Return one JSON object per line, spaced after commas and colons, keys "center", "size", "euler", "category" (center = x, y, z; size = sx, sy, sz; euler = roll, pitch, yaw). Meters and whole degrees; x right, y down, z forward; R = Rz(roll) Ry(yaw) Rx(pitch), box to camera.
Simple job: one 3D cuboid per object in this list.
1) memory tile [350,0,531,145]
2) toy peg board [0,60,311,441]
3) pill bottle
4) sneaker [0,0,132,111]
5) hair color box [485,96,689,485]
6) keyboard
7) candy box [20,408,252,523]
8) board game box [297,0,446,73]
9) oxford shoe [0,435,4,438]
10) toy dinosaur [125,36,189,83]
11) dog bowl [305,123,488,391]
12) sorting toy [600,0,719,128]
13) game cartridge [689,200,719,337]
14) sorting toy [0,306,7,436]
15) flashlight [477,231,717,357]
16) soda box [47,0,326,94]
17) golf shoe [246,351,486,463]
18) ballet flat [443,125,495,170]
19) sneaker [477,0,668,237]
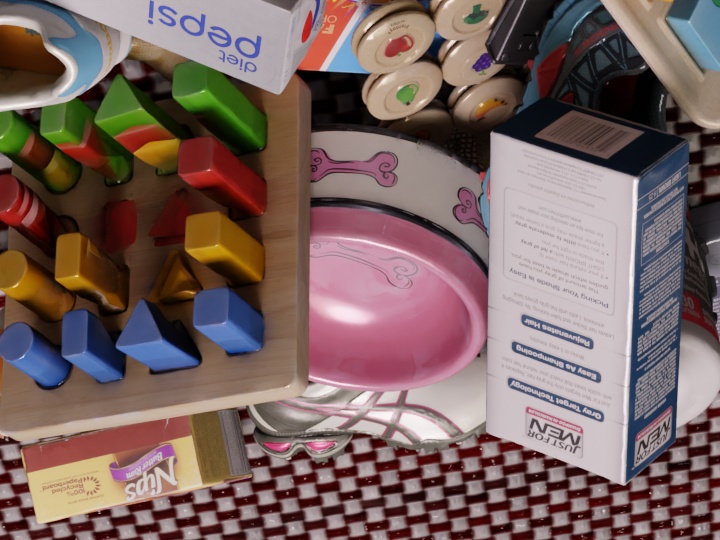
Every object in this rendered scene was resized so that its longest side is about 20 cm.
{"center": [0.093, -0.138, 1.693], "size": [0.199, 0.017, 0.154], "euler": [-25, 149, -7], "category": "memory tile"}
{"center": [-0.139, -0.022, 1.664], "size": [0.199, 0.200, 0.098], "euler": [-10, 154, 23], "category": "toy peg board"}
{"center": [0.157, -0.004, 1.780], "size": [0.110, 0.201, 0.111], "euler": [-5, 143, -4], "category": "pill bottle"}
{"center": [-0.234, -0.130, 1.611], "size": [0.199, 0.081, 0.077], "euler": [-2, 114, 20], "category": "sneaker"}
{"center": [0.128, 0.011, 1.623], "size": [0.100, 0.060, 0.201], "euler": [20, 125, 32], "category": "hair color box"}
{"center": [0.159, -0.141, 1.706], "size": [0.199, 0.021, 0.128], "euler": [-4, 135, -33], "category": "keyboard"}
{"center": [-0.149, 0.130, 1.930], "size": [0.116, 0.057, 0.200], "euler": [-13, 175, 6], "category": "candy box"}
{"center": [0.012, -0.196, 1.641], "size": [0.152, 0.041, 0.201], "euler": [2, 141, -13], "category": "board game box"}
{"center": [-0.256, 0.100, 1.936], "size": [0.199, 0.074, 0.071], "euler": [-8, 142, 0], "category": "oxford shoe"}
{"center": [-0.131, -0.140, 1.672], "size": [0.100, 0.058, 0.200], "euler": [-13, 142, 4], "category": "toy dinosaur"}
{"center": [0.000, 0.000, 1.753], "size": [0.199, 0.074, 0.201], "euler": [8, 145, 5], "category": "dog bowl"}
{"center": [0.195, -0.203, 1.571], "size": [0.036, 0.186, 0.200], "euler": [13, 159, 43], "category": "sorting toy"}
{"center": [0.266, 0.001, 1.942], "size": [0.199, 0.041, 0.133], "euler": [-15, 145, 8], "category": "game cartridge"}
{"center": [-0.147, 0.004, 1.812], "size": [0.180, 0.107, 0.200], "euler": [-47, 161, 21], "category": "sorting toy"}
{"center": [0.134, 0.023, 1.886], "size": [0.199, 0.068, 0.068], "euler": [-12, 111, 17], "category": "flashlight"}
{"center": [-0.117, -0.173, 1.557], "size": [0.199, 0.064, 0.068], "euler": [23, 141, 9], "category": "soda box"}
{"center": [0.018, 0.077, 1.962], "size": [0.199, 0.077, 0.088], "euler": [-10, 135, 2], "category": "golf shoe"}
{"center": [0.014, -0.043, 1.815], "size": [0.065, 0.071, 0.200], "euler": [27, 128, -24], "category": "ballet flat"}
{"center": [0.131, -0.066, 1.655], "size": [0.079, 0.096, 0.201], "euler": [-7, 127, -31], "category": "sneaker"}
